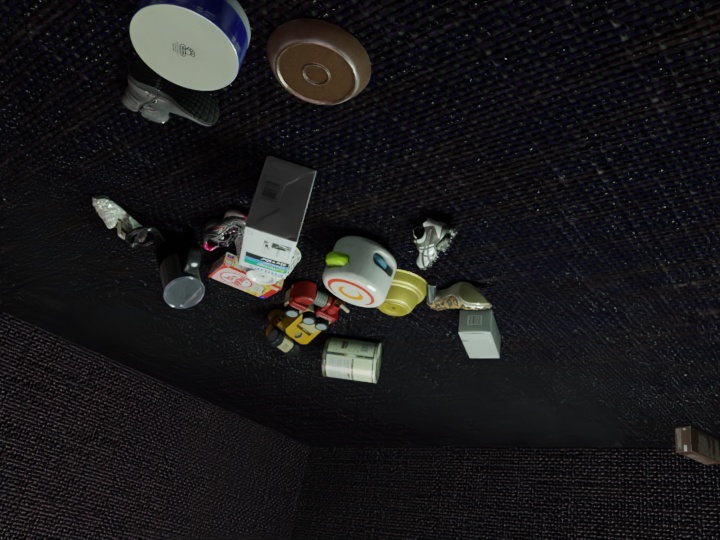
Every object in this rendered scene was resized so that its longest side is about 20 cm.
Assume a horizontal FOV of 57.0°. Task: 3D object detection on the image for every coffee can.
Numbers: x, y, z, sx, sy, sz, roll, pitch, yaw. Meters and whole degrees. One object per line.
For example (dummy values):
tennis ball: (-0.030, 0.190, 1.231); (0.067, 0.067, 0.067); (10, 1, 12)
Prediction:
coffee can: (-0.030, 0.324, 2.413); (0.196, 0.149, 0.147); (6, 153, 10)

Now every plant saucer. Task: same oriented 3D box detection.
plant saucer: (-0.079, -0.369, 1.212); (0.196, 0.035, 0.201); (10, 154, 5)

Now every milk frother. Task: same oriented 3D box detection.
milk frother: (-0.552, -0.019, 1.869); (0.196, 0.189, 0.183); (-5, 132, -23)

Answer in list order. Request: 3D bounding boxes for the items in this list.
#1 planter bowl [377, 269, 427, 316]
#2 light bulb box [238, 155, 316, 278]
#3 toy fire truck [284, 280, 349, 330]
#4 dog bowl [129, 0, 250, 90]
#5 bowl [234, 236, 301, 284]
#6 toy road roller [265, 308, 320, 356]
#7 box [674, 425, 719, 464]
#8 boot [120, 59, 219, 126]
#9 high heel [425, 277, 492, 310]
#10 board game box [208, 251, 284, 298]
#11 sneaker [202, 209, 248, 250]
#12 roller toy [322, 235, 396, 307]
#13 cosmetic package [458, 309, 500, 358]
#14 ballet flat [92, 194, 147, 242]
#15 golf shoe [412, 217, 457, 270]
planter bowl: (0.102, 0.078, 1.953); (0.196, 0.085, 0.201); (10, 154, 5)
light bulb box: (-0.197, -0.120, 1.556); (0.123, 0.201, 0.201); (17, 152, -7)
toy fire truck: (-0.122, 0.099, 2.063); (0.174, 0.131, 0.199); (27, 138, -27)
dog bowl: (-0.297, -0.413, 1.160); (0.196, 0.080, 0.201); (9, 154, 5)
bowl: (-0.275, -0.021, 1.901); (0.196, 0.096, 0.202); (8, 153, 4)
toy road roller: (-0.239, 0.181, 2.286); (0.199, 0.147, 0.123); (-39, 136, 9)
box: (1.344, 0.699, 2.643); (0.198, 0.102, 0.075); (26, 150, -26)
boot: (-0.391, -0.342, 1.367); (0.198, 0.071, 0.131); (31, 153, -12)
high heel: (0.283, 0.093, 1.914); (0.197, 0.072, 0.143); (19, 152, 18)
board game box: (-0.354, 0.018, 2.051); (0.197, 0.047, 0.151); (24, 155, -22)
sneaker: (-0.353, -0.105, 1.789); (0.080, 0.076, 0.198); (31, 147, -34)
roller toy: (0.000, 0.000, 1.778); (0.179, 0.142, 0.201); (21, 156, 5)
cosmetic package: (0.375, 0.200, 2.079); (0.105, 0.092, 0.201); (-3, 147, 21)
ballet flat: (-0.680, -0.135, 1.874); (0.071, 0.073, 0.200); (-5, 148, 30)
golf shoe: (0.168, -0.074, 1.661); (0.094, 0.078, 0.200); (31, 150, -1)
